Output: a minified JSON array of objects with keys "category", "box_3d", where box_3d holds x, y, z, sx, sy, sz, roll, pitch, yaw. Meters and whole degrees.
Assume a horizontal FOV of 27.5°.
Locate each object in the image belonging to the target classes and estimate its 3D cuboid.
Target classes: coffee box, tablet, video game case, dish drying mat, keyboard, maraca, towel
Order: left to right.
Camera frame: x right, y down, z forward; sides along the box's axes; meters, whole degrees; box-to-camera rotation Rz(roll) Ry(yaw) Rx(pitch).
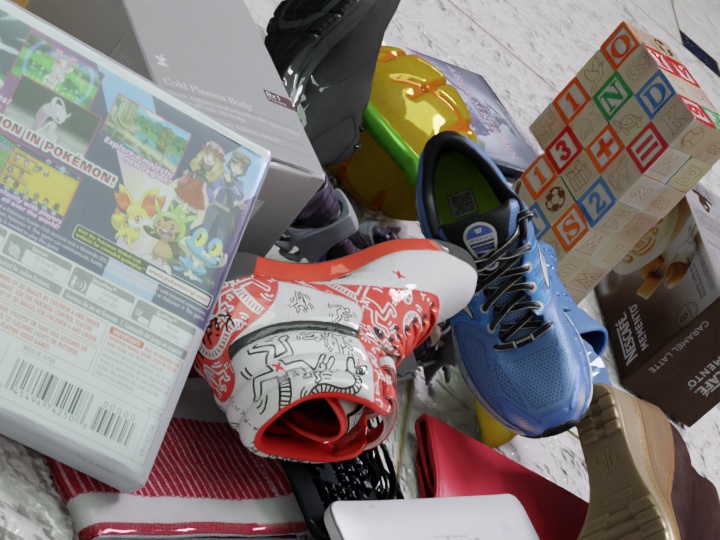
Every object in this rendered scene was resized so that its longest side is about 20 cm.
[{"category":"video game case","box_3d":[-0.154,-0.025,0.654,0.199,0.023,0.184,29,61,-17]},{"category":"towel","box_3d":[-0.113,0.049,0.726,0.143,0.023,0.201,11,41,-48]},{"category":"keyboard","box_3d":[-0.020,0.066,0.790,0.104,0.040,0.201,36,23,-49]},{"category":"maraca","box_3d":[0.034,-0.084,1.035,0.137,0.107,0.201,32,19,-49]},{"category":"video game case","box_3d":[0.082,-0.141,1.311,0.199,0.019,0.143,9,42,-50]},{"category":"tablet","box_3d":[0.061,0.176,0.753,0.199,0.014,0.131,11,51,-56]},{"category":"dish drying mat","box_3d":[0.113,0.156,0.897,0.199,0.018,0.077,31,29,-27]},{"category":"coffee box","box_3d":[0.266,0.017,1.225,0.079,0.114,0.201,33,28,-21]}]

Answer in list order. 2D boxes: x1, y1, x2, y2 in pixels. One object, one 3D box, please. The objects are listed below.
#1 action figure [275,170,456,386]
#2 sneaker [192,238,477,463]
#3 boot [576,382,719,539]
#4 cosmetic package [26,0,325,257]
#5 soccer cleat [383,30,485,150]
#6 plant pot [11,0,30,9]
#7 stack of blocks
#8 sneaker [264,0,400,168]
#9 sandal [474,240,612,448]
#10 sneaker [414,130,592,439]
[{"category":"action figure","box_3d":[0.000,0.000,0.916,0.200,0.069,0.131,42,14,-39]},{"category":"sneaker","box_3d":[0.002,0.044,0.761,0.200,0.067,0.108,-2,48,-40]},{"category":"boot","box_3d":[0.186,0.178,0.874,0.166,0.072,0.201,42,38,-40]},{"category":"cosmetic package","box_3d":[-0.109,-0.103,0.828,0.106,0.090,0.201,12,42,-40]},{"category":"soccer cleat","box_3d":[0.022,-0.146,1.168,0.200,0.070,0.086,51,34,-2]},{"category":"plant pot","box_3d":[-0.199,-0.106,0.831,0.199,0.028,0.201,34,26,-19]},{"category":"stack of blocks","box_3d":[0.181,-0.076,1.139,0.058,0.200,0.116,15,36,-41]},{"category":"sneaker","box_3d":[-0.027,-0.122,0.963,0.076,0.201,0.091,19,-22,52]},{"category":"sandal","box_3d":[0.125,0.048,0.983,0.201,0.086,0.080,-77,162,-55]},{"category":"sneaker","box_3d":[0.076,0.006,0.874,0.089,0.078,0.201,55,11,-68]}]
